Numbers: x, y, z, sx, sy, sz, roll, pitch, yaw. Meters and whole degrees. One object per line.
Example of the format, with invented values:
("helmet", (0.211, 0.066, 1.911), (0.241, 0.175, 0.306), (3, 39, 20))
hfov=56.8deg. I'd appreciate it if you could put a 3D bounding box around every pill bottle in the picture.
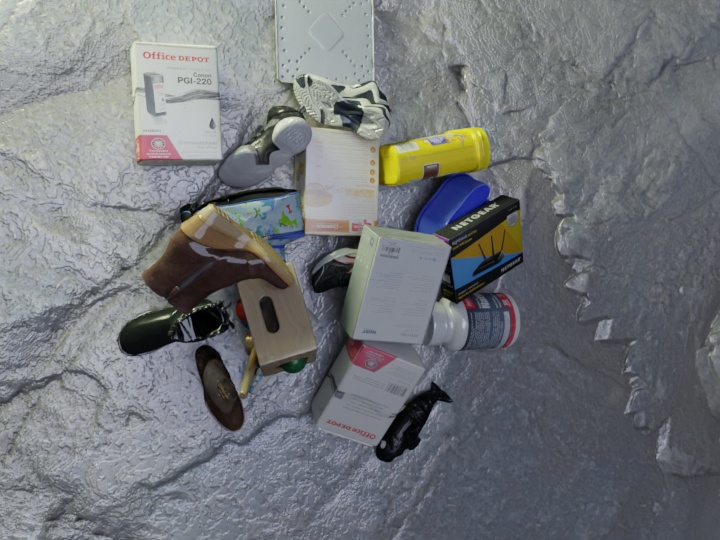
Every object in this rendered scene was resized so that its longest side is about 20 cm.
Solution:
("pill bottle", (0.222, 0.108, 1.399), (0.199, 0.119, 0.121), (-1, 94, -22))

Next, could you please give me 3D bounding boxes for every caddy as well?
("caddy", (0.196, -0.107, 1.387), (0.200, 0.105, 0.142), (-50, 133, -12))

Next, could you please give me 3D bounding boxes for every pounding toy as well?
("pounding toy", (-0.157, 0.111, 1.148), (0.141, 0.184, 0.201), (-16, 77, -9))

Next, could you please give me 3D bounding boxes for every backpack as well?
("backpack", (-0.200, -0.067, 1.185), (0.199, 0.183, 0.148), (-15, 99, -22))

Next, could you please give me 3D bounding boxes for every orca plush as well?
("orca plush", (0.118, 0.328, 1.397), (0.199, 0.071, 0.106), (-31, 104, -18))

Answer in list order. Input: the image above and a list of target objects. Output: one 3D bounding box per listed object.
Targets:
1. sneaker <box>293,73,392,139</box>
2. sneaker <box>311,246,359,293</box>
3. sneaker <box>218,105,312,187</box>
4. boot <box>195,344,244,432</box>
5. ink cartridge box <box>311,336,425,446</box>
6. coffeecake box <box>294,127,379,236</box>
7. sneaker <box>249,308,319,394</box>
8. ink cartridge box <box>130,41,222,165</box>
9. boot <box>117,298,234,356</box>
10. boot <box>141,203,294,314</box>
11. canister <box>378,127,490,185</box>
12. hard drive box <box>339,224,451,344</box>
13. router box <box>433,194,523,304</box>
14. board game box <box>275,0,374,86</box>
("sneaker", (-0.024, -0.330, 1.288), (0.198, 0.130, 0.080), (21, 121, 7))
("sneaker", (0.000, 0.000, 1.292), (0.199, 0.080, 0.087), (-26, 58, -2))
("sneaker", (-0.176, -0.236, 1.244), (0.199, 0.114, 0.076), (-29, 125, 17))
("boot", (-0.239, 0.228, 1.176), (0.064, 0.200, 0.187), (-27, 103, -18))
("ink cartridge box", (0.011, 0.228, 1.306), (0.146, 0.083, 0.201), (23, 108, -22))
("coffeecake box", (-0.047, -0.168, 1.298), (0.152, 0.073, 0.202), (0, 93, -24))
("sneaker", (-0.144, 0.158, 1.282), (0.087, 0.075, 0.201), (37, 80, -26))
("ink cartridge box", (-0.323, -0.290, 1.174), (0.145, 0.085, 0.202), (-4, 93, -22))
("boot", (-0.321, 0.101, 1.156), (0.197, 0.162, 0.074), (-20, 99, -20))
("boot", (-0.224, 0.007, 1.066), (0.200, 0.072, 0.166), (40, 99, -25))
("canister", (0.135, -0.226, 1.330), (0.199, 0.148, 0.087), (-14, 103, -18))
("hard drive box", (0.063, 0.029, 1.239), (0.155, 0.077, 0.201), (8, 107, -25))
("router box", (0.241, -0.044, 1.340), (0.199, 0.051, 0.150), (-30, 124, -27))
("board game box", (-0.070, -0.461, 1.296), (0.199, 0.026, 0.202), (-3, 95, -21))
